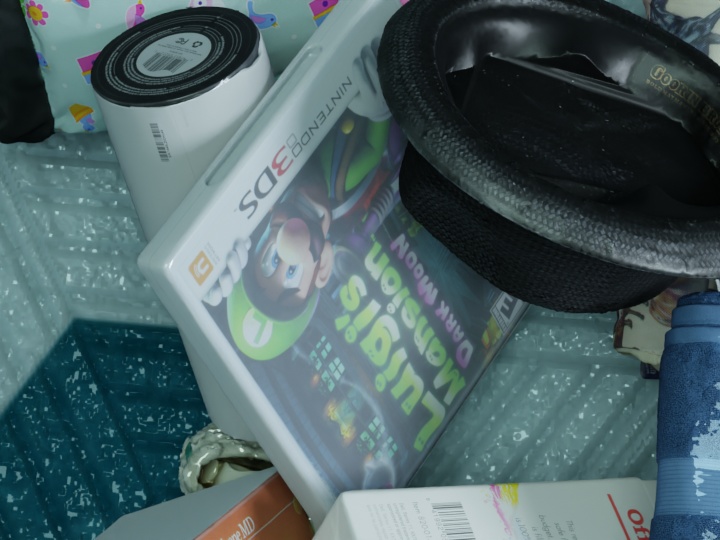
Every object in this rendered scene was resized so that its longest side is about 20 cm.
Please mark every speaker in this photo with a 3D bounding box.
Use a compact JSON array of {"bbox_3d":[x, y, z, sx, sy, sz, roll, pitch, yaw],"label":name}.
[{"bbox_3d":[-0.059,-0.018,1.164,0.081,0.081,0.200,-15,126,3],"label":"speaker"}]

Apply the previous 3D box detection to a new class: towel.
[{"bbox_3d":[0.179,0.111,1.084,0.111,0.049,0.200,8,76,-10],"label":"towel"}]

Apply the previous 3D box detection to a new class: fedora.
[{"bbox_3d":[0.090,-0.041,1.121,0.200,0.201,0.092,33,130,8],"label":"fedora"}]

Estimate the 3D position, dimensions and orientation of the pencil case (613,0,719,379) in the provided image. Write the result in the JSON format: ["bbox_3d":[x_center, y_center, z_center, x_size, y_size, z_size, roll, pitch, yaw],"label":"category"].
[{"bbox_3d":[0.169,-0.046,1.210,0.078,0.089,0.200,0,81,33],"label":"pencil case"}]

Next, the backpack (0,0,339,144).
[{"bbox_3d":[-0.097,-0.145,1.196,0.200,0.167,0.127,-15,37,-4],"label":"backpack"}]

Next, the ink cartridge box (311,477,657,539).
[{"bbox_3d":[0.084,0.158,1.127,0.200,0.067,0.117,0,50,-26],"label":"ink cartridge box"}]

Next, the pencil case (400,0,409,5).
[{"bbox_3d":[0.032,-0.108,1.228,0.094,0.091,0.200,33,88,-18],"label":"pencil case"}]

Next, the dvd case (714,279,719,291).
[{"bbox_3d":[0.252,0.086,1.136,0.146,0.022,0.200,-12,78,-3],"label":"dvd case"}]

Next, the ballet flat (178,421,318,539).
[{"bbox_3d":[-0.002,0.133,1.208,0.200,0.072,0.072,24,85,7],"label":"ballet flat"}]

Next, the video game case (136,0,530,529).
[{"bbox_3d":[0.000,0.000,1.145,0.023,0.200,0.182,11,54,41],"label":"video game case"}]

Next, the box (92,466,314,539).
[{"bbox_3d":[-0.058,0.208,1.142,0.097,0.124,0.200,-20,95,21],"label":"box"}]
